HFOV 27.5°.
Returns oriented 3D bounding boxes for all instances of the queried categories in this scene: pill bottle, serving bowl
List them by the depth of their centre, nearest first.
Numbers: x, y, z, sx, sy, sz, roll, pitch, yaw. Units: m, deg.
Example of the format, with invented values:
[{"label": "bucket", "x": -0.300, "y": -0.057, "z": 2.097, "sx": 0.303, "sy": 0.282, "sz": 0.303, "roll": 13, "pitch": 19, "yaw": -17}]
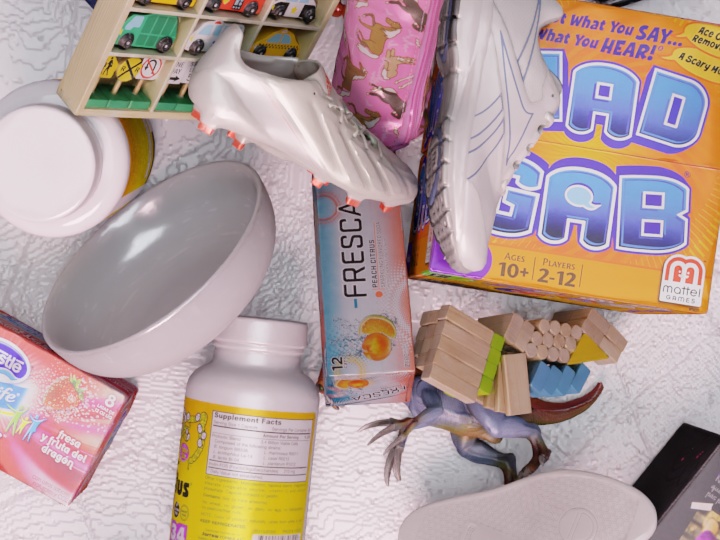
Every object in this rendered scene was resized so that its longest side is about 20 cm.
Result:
[{"label": "pill bottle", "x": -0.215, "y": -0.085, "z": 1.074, "sx": 0.108, "sy": 0.200, "sz": 0.111, "roll": 0, "pitch": 98, "yaw": -1}, {"label": "serving bowl", "x": -0.140, "y": 0.009, "z": 1.101, "sx": 0.199, "sy": 0.200, "sz": 0.066, "roll": -39, "pitch": 120, "yaw": -3}, {"label": "pill bottle", "x": -0.087, "y": 0.138, "z": 1.126, "sx": 0.103, "sy": 0.104, "sz": 0.203, "roll": 6, "pitch": 88, "yaw": -3}]

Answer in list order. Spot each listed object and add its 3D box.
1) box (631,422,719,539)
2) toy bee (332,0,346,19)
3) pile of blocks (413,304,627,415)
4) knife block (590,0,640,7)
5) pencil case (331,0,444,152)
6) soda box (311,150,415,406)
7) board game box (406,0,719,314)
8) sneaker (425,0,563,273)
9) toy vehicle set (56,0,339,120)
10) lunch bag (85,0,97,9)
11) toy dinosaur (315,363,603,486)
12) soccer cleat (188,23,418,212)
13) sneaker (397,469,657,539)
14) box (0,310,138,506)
[{"label": "box", "x": 0.243, "y": 0.231, "z": 1.143, "sx": 0.106, "sy": 0.122, "sz": 0.201, "roll": 40, "pitch": 87, "yaw": -2}, {"label": "toy bee", "x": 0.006, "y": -0.252, "z": 1.140, "sx": 0.198, "sy": 0.131, "sz": 0.110, "roll": -3, "pitch": 117, "yaw": -21}, {"label": "pile of blocks", "x": 0.116, "y": 0.071, "z": 1.142, "sx": 0.198, "sy": 0.062, "sz": 0.083, "roll": 1, "pitch": 82, "yaw": -33}, {"label": "knife block", "x": 0.281, "y": -0.258, "z": 1.179, "sx": 0.198, "sy": 0.064, "sz": 0.177, "roll": 28, "pitch": 89, "yaw": -3}, {"label": "pencil case", "x": 0.026, "y": -0.181, "z": 1.074, "sx": 0.082, "sy": 0.201, "sz": 0.087, "roll": 12, "pitch": 47, "yaw": -1}, {"label": "soda box", "x": 0.000, "y": 0.000, "z": 1.122, "sx": 0.067, "sy": 0.064, "sz": 0.202, "roll": -2, "pitch": 63, "yaw": -4}, {"label": "board game box", "x": 0.150, "y": -0.080, "z": 1.101, "sx": 0.197, "sy": 0.200, "sz": 0.203, "roll": 9, "pitch": 88, "yaw": -3}, {"label": "sneaker", "x": 0.089, "y": -0.098, "z": 0.964, "sx": 0.086, "sy": 0.074, "sz": 0.203, "roll": 7, "pitch": 89, "yaw": -7}, {"label": "toy vehicle set", "x": -0.107, "y": -0.164, "z": 1.031, "sx": 0.027, "sy": 0.199, "sz": 0.125, "roll": 45, "pitch": 119, "yaw": 27}, {"label": "lunch bag", "x": -0.133, "y": -0.221, "z": 1.093, "sx": 0.136, "sy": 0.200, "sz": 0.133, "roll": -41, "pitch": 74, "yaw": -1}, {"label": "toy dinosaur", "x": 0.062, "y": 0.109, "z": 1.177, "sx": 0.181, "sy": 0.105, "sz": 0.200, "roll": 44, "pitch": 54, "yaw": 7}, {"label": "soccer cleat", "x": -0.030, "y": -0.105, "z": 1.051, "sx": 0.199, "sy": 0.069, "sz": 0.078, "roll": 24, "pitch": 105, "yaw": -30}, {"label": "sneaker", "x": 0.137, "y": 0.208, "z": 1.136, "sx": 0.198, "sy": 0.099, "sz": 0.071, "roll": -12, "pitch": 58, "yaw": 19}, {"label": "box", "x": -0.280, "y": 0.086, "z": 1.125, "sx": 0.199, "sy": 0.103, "sz": 0.095, "roll": 29, "pitch": 88, "yaw": -1}]
